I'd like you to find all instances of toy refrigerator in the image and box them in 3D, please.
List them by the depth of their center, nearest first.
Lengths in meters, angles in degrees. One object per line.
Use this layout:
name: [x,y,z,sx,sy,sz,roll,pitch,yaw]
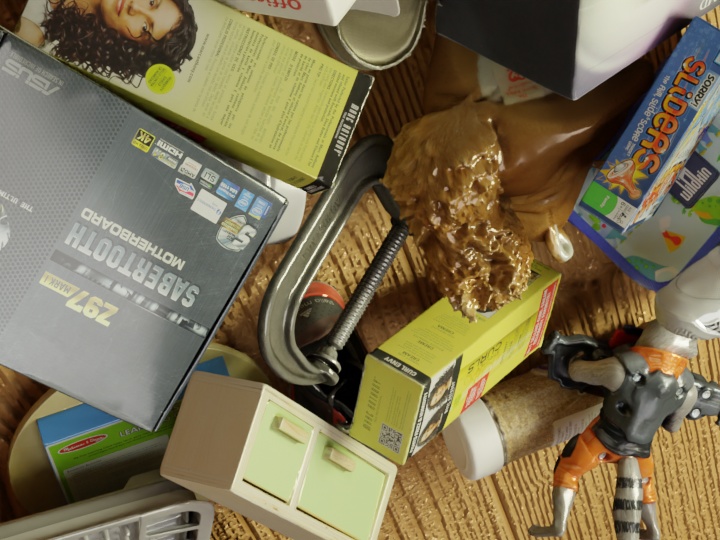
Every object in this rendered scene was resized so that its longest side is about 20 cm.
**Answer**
toy refrigerator: [-0.050,0.142,1.127,0.200,0.070,0.076,40,64,-53]

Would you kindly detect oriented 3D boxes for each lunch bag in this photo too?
lunch bag: [0.266,-0.061,1.201,0.199,0.128,0.170,34,105,-21]

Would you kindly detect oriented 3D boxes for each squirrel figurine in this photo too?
squirrel figurine: [0.095,-0.068,1.078,0.200,0.141,0.187,-50,159,-19]

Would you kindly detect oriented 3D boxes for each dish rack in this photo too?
dish rack: [-0.208,0.203,1.144,0.199,0.044,0.172,-15,155,-17]

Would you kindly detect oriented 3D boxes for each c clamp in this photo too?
c clamp: [0.000,0.000,1.072,0.201,0.027,0.171,-56,151,-23]

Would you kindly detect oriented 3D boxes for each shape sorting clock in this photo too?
shape sorting clock: [-0.156,0.121,1.152,0.199,0.039,0.201,-17,143,-13]

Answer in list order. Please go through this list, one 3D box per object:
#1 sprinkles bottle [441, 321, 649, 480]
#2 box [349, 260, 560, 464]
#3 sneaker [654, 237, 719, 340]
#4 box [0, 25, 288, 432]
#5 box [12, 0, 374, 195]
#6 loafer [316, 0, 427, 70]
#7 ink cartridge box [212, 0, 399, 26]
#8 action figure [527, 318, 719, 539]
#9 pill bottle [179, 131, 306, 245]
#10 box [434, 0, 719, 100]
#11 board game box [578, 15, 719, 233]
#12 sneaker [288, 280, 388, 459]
sprinkles bottle: [0.165,0.106,1.309,0.199,0.068,0.069,-20,133,-15]
box: [0.071,0.058,1.154,0.200,0.050,0.076,-34,144,-49]
sneaker: [0.286,-0.037,1.105,0.199,0.075,0.115,-24,122,-9]
box: [-0.159,-0.020,0.875,0.199,0.051,0.158,31,92,-32]
box: [-0.097,-0.117,0.915,0.199,0.050,0.076,23,79,-16]
loafer: [0.010,-0.201,0.967,0.075,0.068,0.201,-18,132,-17]
ink cartridge box: [-0.059,-0.207,0.880,0.067,0.117,0.201,-55,144,-31]
action figure: [0.234,0.126,1.246,0.199,0.105,0.195,10,103,-16]
pill bottle: [-0.139,-0.051,0.972,0.199,0.112,0.112,-5,128,-28]
box: [0.152,-0.241,0.942,0.200,0.123,0.199,-34,140,-31]
board game box: [0.205,-0.095,1.049,0.136,0.034,0.200,-59,169,13]
sneaker: [-0.013,0.098,1.188,0.077,0.082,0.200,-32,135,-4]
